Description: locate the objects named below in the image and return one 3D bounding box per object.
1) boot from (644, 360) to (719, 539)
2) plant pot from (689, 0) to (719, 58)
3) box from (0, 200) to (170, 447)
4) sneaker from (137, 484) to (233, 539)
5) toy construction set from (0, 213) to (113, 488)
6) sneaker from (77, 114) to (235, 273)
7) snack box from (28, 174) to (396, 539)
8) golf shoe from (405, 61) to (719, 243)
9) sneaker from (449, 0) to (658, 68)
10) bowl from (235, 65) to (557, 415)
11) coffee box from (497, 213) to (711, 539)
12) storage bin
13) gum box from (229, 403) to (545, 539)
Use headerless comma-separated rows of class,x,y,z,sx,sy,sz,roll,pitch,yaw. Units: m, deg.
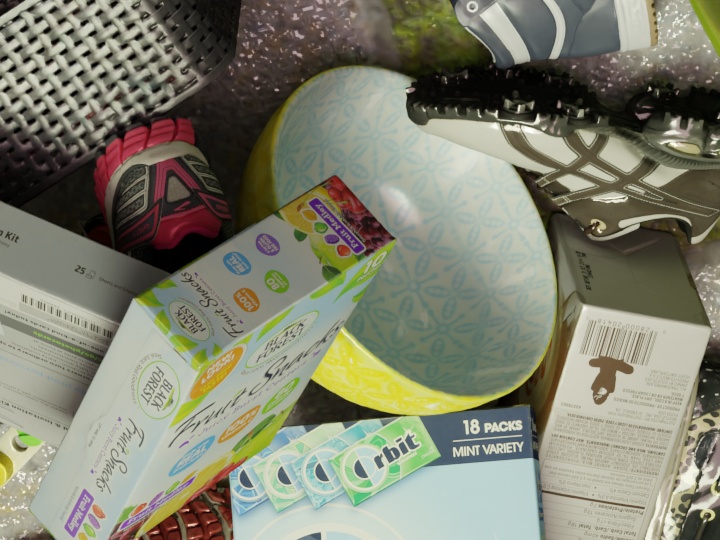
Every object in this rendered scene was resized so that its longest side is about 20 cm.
boot,0.239,0.151,1.592,0.153,0.074,0.204,6,113,2
plant pot,0.288,-0.120,1.397,0.198,0.200,0.182,-23,120,6
box,-0.180,0.028,1.400,0.155,0.041,0.200,23,153,4
sneaker,-0.143,0.191,1.625,0.199,0.078,0.082,-23,134,11
toy construction set,-0.148,0.033,1.526,0.199,0.092,0.132,-22,101,5
sneaker,-0.101,0.011,1.420,0.080,0.075,0.200,-19,143,-10
snack box,-0.076,0.054,1.333,0.053,0.142,0.200,45,140,12
golf shoe,0.118,-0.059,1.483,0.199,0.078,0.095,8,116,-9
sneaker,0.089,-0.198,1.425,0.108,0.070,0.201,-13,119,4
bowl,0.000,0.000,1.473,0.200,0.200,0.108,39,134,-18
coffee box,0.129,0.085,1.541,0.079,0.114,0.201,10,117,-9
storage bin,-0.170,-0.115,1.427,0.200,0.135,0.094,-32,112,14
gum box,0.019,0.181,1.466,0.169,0.045,0.201,-6,84,7
